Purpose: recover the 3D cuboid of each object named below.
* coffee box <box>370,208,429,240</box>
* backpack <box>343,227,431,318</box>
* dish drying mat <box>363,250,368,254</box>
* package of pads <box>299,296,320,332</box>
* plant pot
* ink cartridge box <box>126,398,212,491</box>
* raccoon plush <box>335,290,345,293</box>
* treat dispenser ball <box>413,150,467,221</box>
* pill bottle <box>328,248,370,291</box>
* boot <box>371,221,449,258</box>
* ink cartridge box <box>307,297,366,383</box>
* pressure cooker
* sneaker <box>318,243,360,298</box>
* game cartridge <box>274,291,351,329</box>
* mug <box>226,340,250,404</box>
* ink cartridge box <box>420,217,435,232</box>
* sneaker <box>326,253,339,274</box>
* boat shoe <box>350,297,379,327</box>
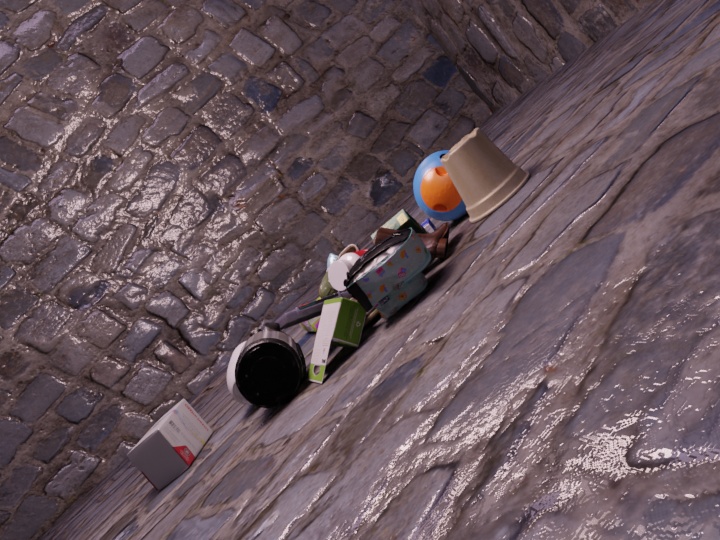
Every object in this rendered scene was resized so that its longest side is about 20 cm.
[{"bbox_3d":[0.124,-0.087,1.749,0.122,0.044,0.199,-39,-31,14],"label":"coffee box"},{"bbox_3d":[0.077,0.002,1.457,0.200,0.153,0.176,-45,6,12],"label":"backpack"},{"bbox_3d":[0.102,-0.055,1.629,0.197,0.076,0.019,-20,-46,-39],"label":"dish drying mat"},{"bbox_3d":[-0.139,0.143,2.160,0.154,0.069,0.200,-42,6,-13],"label":"package of pads"},{"bbox_3d":[0.316,-0.264,1.657,0.199,0.185,0.201,-39,6,5],"label":"plant pot"},{"bbox_3d":[-0.568,0.519,1.881,0.144,0.146,0.200,-39,6,15],"label":"ink cartridge box"},{"bbox_3d":[-0.065,0.115,1.855,0.134,0.097,0.200,-46,3,35],"label":"raccoon plush"},{"bbox_3d":[0.253,-0.249,1.837,0.200,0.202,0.201,-40,7,6],"label":"treat dispenser ball"},{"bbox_3d":[0.000,0.000,1.820,0.112,0.114,0.198,-35,-13,38],"label":"pill bottle"},{"bbox_3d":[0.131,-0.091,1.627,0.195,0.066,0.187,6,22,11],"label":"boot"},{"bbox_3d":[-0.059,0.176,1.515,0.147,0.074,0.205,163,121,-70],"label":"ink cartridge box"},{"bbox_3d":[-0.233,0.241,1.601,0.176,0.179,0.200,-43,8,-3],"label":"pressure cooker"},{"bbox_3d":[-0.065,-0.002,1.928,0.202,0.066,0.090,-55,-5,-11],"label":"sneaker"},{"bbox_3d":[-0.128,0.107,1.687,0.196,0.039,0.130,-19,-13,-27],"label":"game cartridge"},{"bbox_3d":[-0.292,0.300,1.811,0.195,0.151,0.176,-10,17,0],"label":"mug"},{"bbox_3d":[0.155,-0.081,2.004,0.199,0.044,0.094,-40,9,14],"label":"ink cartridge box"},{"bbox_3d":[-0.012,-0.023,2.016,0.195,0.084,0.074,4,-9,-16],"label":"sneaker"},{"bbox_3d":[-0.007,0.105,1.627,0.072,0.072,0.200,-42,6,-13],"label":"boat shoe"}]
